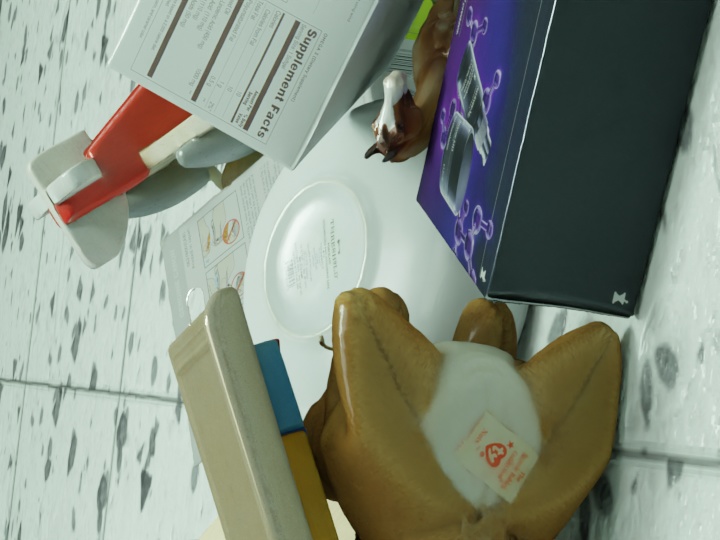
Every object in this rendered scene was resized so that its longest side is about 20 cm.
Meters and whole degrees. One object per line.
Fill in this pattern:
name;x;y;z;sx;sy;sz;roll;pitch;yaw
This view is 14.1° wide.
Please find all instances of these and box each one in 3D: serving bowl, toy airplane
serving bowl;0.000;0.000;1.521;0.200;0.066;0.200;-19;64;47
toy airplane;-0.106;-0.076;1.767;0.199;0.141;0.200;-47;12;24

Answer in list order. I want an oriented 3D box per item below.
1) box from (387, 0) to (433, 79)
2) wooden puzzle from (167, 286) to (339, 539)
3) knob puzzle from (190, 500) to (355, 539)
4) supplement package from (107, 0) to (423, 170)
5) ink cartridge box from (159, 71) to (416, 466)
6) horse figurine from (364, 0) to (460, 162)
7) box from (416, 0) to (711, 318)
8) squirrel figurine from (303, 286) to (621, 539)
box;-0.002;-0.141;1.764;0.200;0.048;0.122;-109;30;-56
wooden puzzle;-0.043;0.108;1.366;0.200;0.037;0.185;130;123;-78
knob puzzle;-0.035;0.216;1.526;0.220;0.030;0.220;-2;87;35
supplement package;-0.023;-0.167;1.500;0.156;0.111;0.200;-63;-5;24
ink cartridge box;-0.030;0.003;1.649;0.200;0.050;0.161;-40;47;38
horse figurine;0.054;-0.128;1.482;0.200;0.050;0.133;-43;-36;-75
box;0.095;-0.098;1.344;0.141;0.079;0.200;-126;45;-64
squirrel figurine;0.022;0.108;1.377;0.187;0.142;0.200;166;104;-65
